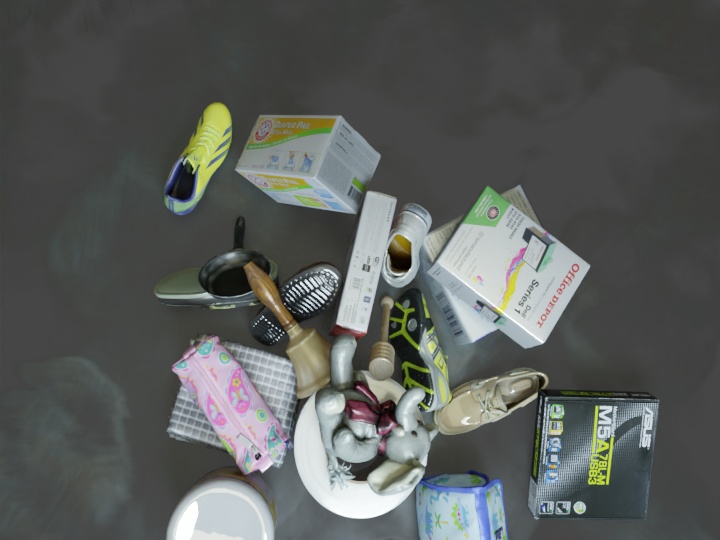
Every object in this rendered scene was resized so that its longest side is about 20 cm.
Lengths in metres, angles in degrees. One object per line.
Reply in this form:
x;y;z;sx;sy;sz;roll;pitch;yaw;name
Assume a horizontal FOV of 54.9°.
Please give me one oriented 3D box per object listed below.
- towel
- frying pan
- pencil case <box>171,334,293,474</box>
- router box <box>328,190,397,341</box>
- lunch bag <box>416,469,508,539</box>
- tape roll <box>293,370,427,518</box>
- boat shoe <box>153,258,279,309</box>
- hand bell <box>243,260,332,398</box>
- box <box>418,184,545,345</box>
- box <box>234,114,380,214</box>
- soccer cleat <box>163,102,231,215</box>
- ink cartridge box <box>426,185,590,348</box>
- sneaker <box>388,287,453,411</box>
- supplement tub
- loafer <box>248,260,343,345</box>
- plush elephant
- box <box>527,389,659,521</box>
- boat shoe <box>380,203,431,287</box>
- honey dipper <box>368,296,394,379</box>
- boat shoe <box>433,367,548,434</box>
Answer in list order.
-0.192;0.199;1.073;0.194;0.086;0.170;16;78;-3;towel
-0.207;-0.012;1.085;0.112;0.032;0.191;-19;40;-18;frying pan
-0.184;0.194;0.992;0.086;0.088;0.202;-34;84;-10;pencil case
0.000;0.000;1.079;0.047;0.180;0.206;14;80;-4;router box
0.157;0.394;1.018;0.123;0.200;0.176;-5;80;-6;lunch bag
-0.005;0.259;1.055;0.196;0.139;0.209;1;80;-5;tape roll
-0.226;0.033;1.106;0.195;0.062;0.073;-8;39;-6;boat shoe
-0.108;0.073;1.016;0.103;0.104;0.202;-36;98;-11;hand bell
0.210;-0.006;1.140;0.196;0.105;0.188;-26;84;-9;box
-0.085;-0.169;1.081;0.112;0.197;0.104;35;74;-44;box
-0.262;-0.187;1.132;0.063;0.084;0.205;22;78;-1;soccer cleat
0.222;-0.003;1.044;0.198;0.084;0.146;37;78;1;ink cartridge box
0.100;0.130;1.130;0.075;0.074;0.206;14;61;-44;sneaker
-0.190;0.360;0.986;0.141;0.200;0.150;1;80;-6;supplement tub
-0.100;0.039;1.072;0.073;0.198;0.072;45;34;-17;loafer
0.028;0.207;0.920;0.150;0.165;0.206;0;108;8;plush elephant
0.371;0.296;1.108;0.187;0.048;0.207;3;98;-3;box
0.060;-0.019;1.076;0.070;0.201;0.071;29;60;5;boat shoe
0.038;0.097;1.075;0.037;0.201;0.039;2;116;5;honey dipper
0.211;0.209;1.123;0.195;0.065;0.074;-19;82;-9;boat shoe
